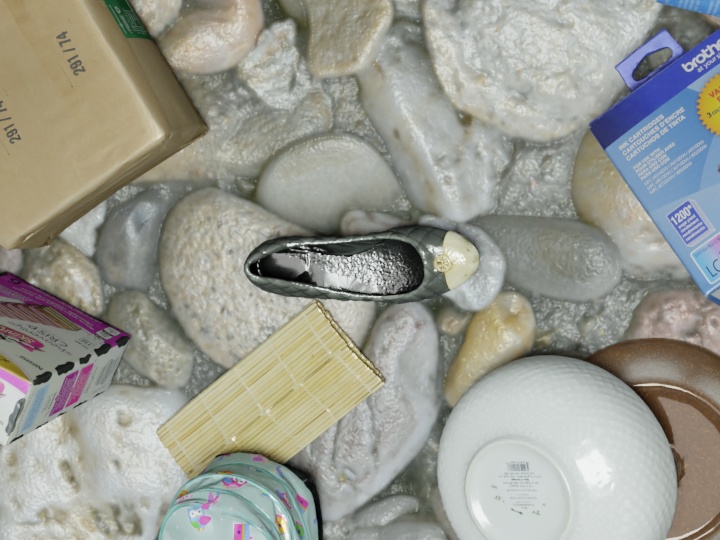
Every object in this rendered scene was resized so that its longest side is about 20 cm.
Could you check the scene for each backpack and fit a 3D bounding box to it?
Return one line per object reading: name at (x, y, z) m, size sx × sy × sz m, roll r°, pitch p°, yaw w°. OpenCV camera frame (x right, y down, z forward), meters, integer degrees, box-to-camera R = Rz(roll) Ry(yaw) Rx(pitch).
backpack at (-0.102, 0.260, 1.159) m, size 0.167 × 0.127 × 0.200 m, roll 9°, pitch 106°, yaw 9°

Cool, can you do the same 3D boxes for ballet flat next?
ballet flat at (0.000, 0.000, 1.137) m, size 0.200 × 0.057 × 0.066 m, roll -4°, pitch 98°, yaw 13°

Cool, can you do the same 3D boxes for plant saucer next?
plant saucer at (0.241, 0.157, 1.116) m, size 0.200 × 0.037 × 0.200 m, roll 2°, pitch 99°, yaw 13°

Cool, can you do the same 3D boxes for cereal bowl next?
cereal bowl at (0.143, 0.171, 1.085) m, size 0.200 × 0.083 × 0.200 m, roll 7°, pitch 103°, yaw 33°

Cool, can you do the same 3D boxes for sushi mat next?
sushi mat at (-0.082, 0.121, 1.196) m, size 0.200 × 0.012 × 0.096 m, roll -39°, pitch 90°, yaw 16°

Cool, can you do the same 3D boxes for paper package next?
paper package at (-0.263, -0.149, 1.152) m, size 0.191 × 0.103 × 0.200 m, roll -32°, pitch 89°, yaw 14°

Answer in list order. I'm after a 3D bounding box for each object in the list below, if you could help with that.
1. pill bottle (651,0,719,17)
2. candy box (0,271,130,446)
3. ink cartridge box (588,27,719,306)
pill bottle at (0.265, -0.247, 1.012) m, size 0.200 × 0.112 × 0.112 m, roll 15°, pitch 101°, yaw 10°
candy box at (-0.297, 0.067, 1.141) m, size 0.136 × 0.200 × 0.061 m, roll 26°, pitch 103°, yaw 8°
ink cartridge box at (0.269, -0.090, 1.030) m, size 0.136 × 0.076 × 0.200 m, roll -37°, pitch 62°, yaw 15°
